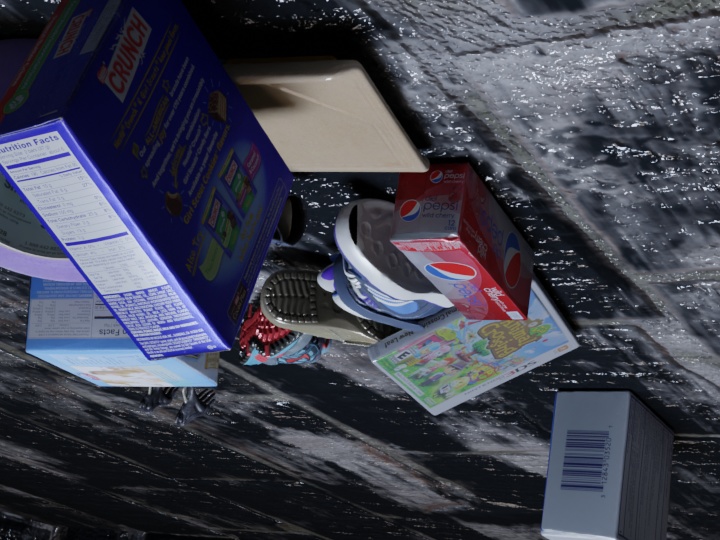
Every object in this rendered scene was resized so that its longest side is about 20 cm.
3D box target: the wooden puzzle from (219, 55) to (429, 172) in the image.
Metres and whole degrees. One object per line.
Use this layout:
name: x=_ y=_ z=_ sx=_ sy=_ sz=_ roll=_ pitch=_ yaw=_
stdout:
wooden puzzle: x=-0.058 y=-0.119 z=1.024 sx=0.182 sy=0.038 sz=0.200 roll=2 pitch=165 yaw=21

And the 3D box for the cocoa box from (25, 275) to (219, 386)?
cocoa box: x=-0.216 y=0.031 z=1.274 sx=0.131 sy=0.134 sz=0.200 roll=-1 pitch=166 yaw=9

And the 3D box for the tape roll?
tape roll: x=-0.244 y=-0.081 z=1.061 sx=0.196 sy=0.086 sz=0.201 roll=5 pitch=145 yaw=3

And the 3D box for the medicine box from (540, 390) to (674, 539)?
medicine box: x=0.317 y=0.267 z=1.713 sx=0.102 sy=0.185 sz=0.200 roll=-2 pitch=158 yaw=30

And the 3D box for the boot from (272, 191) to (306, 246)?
boot: x=-0.097 y=-0.058 z=1.083 sx=0.095 sy=0.076 sz=0.200 roll=0 pitch=176 yaw=2

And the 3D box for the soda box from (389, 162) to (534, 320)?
soda box: x=0.092 y=-0.021 z=1.170 sx=0.062 sy=0.071 sz=0.200 roll=1 pitch=160 yaw=24

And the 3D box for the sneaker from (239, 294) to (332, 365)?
sneaker: x=-0.072 y=0.062 z=1.503 sx=0.094 sy=0.081 sz=0.200 roll=5 pitch=171 yaw=-17

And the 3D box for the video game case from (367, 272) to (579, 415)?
video game case: x=0.121 y=0.078 z=1.391 sx=0.180 sy=0.022 sz=0.200 roll=-27 pitch=151 yaw=11

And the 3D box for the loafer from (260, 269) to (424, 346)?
loafer: x=-0.011 y=0.037 z=1.383 sx=0.197 sy=0.077 sz=0.068 roll=12 pitch=171 yaw=-17

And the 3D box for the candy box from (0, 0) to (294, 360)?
candy box: x=-0.137 y=-0.071 z=0.882 sx=0.076 sy=0.170 sz=0.201 roll=-10 pitch=131 yaw=27

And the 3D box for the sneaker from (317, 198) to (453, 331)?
sneaker: x=0.000 y=0.000 z=1.254 sx=0.145 sy=0.082 sz=0.199 roll=-12 pitch=158 yaw=36

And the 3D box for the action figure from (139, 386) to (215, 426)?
action figure: x=-0.231 y=0.083 z=1.579 sx=0.117 sy=0.103 sz=0.202 roll=11 pitch=136 yaw=20
